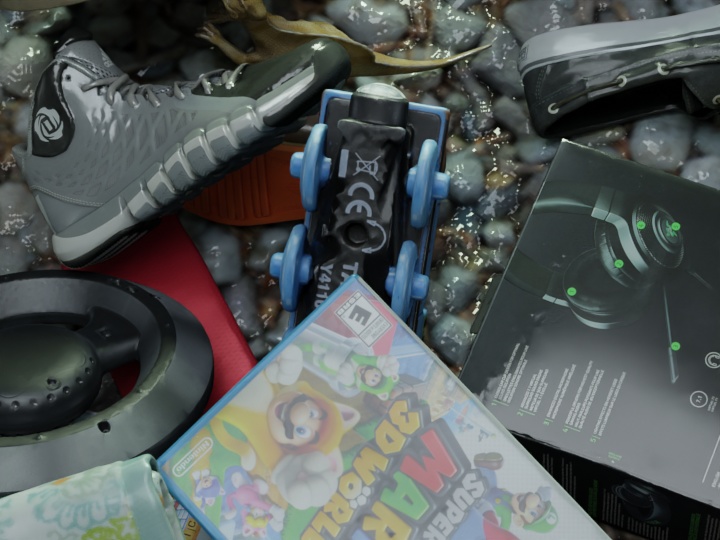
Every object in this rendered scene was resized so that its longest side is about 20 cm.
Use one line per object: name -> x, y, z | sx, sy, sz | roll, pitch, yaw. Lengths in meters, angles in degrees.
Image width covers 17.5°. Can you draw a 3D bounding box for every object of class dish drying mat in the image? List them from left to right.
dish drying mat -> -0.096, 0.060, 1.303 | 0.077, 0.018, 0.200 | -28, 67, -4

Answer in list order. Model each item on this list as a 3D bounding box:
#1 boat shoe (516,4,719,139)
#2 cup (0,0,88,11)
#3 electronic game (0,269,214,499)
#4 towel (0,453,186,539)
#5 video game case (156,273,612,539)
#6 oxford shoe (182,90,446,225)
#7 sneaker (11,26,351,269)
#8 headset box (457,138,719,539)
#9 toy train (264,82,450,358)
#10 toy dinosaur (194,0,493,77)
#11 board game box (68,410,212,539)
boat shoe -> 0.191, -0.114, 1.343 | 0.199, 0.069, 0.057 | -7, 72, 7
cup -> -0.135, -0.248, 1.331 | 0.200, 0.200, 0.144 | -20, 107, -5
electronic game -> -0.177, 0.060, 1.240 | 0.199, 0.042, 0.200 | -3, 33, 2
towel -> -0.147, 0.206, 1.129 | 0.171, 0.048, 0.201 | -19, 97, 2
video game case -> 0.015, 0.122, 1.154 | 0.143, 0.018, 0.200 | -43, 83, -6
oxford shoe -> -0.048, -0.071, 1.346 | 0.199, 0.071, 0.073 | 13, 44, 7
sneaker -> -0.110, -0.096, 1.270 | 0.200, 0.075, 0.116 | -33, 86, 14
headset box -> 0.156, 0.046, 1.249 | 0.199, 0.093, 0.175 | 18, 67, 13
toy train -> 0.000, 0.000, 1.238 | 0.086, 0.114, 0.201 | 9, 97, 6
toy dinosaur -> -0.024, -0.125, 1.350 | 0.101, 0.200, 0.058 | -1, 79, 49
board game box -> -0.086, 0.191, 1.216 | 0.199, 0.041, 0.201 | 14, 71, 12
